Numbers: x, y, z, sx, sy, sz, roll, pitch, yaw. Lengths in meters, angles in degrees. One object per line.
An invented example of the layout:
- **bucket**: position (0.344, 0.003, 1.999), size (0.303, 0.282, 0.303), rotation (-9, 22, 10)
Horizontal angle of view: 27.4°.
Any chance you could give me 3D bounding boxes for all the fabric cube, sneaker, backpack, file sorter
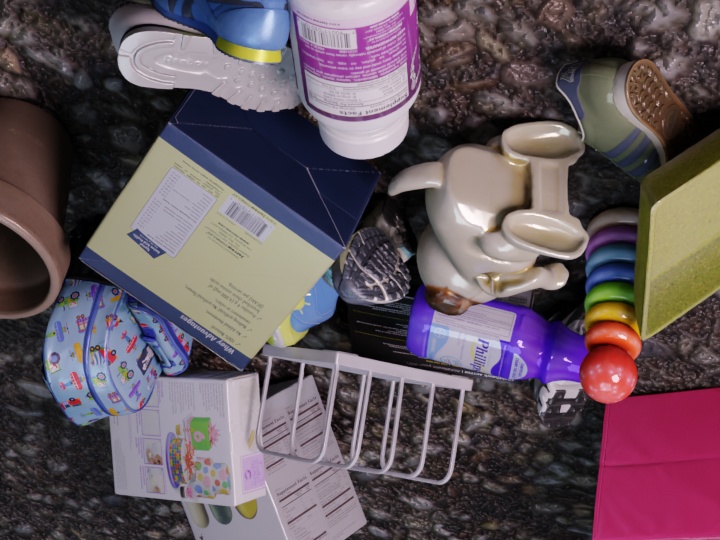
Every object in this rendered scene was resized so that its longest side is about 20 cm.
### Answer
- **fabric cube**: position (0.395, 0.263, 1.678), size (0.199, 0.201, 0.196), rotation (-10, 138, 27)
- **sneaker**: position (-0.116, -0.236, 1.245), size (0.066, 0.200, 0.079), rotation (-3, 114, -32)
- **sneaker**: position (-0.072, -0.018, 1.583), size (0.105, 0.076, 0.201), rotation (-21, 127, -21)
- **backpack**: position (-0.268, 0.070, 1.644), size (0.134, 0.201, 0.183), rotation (3, 143, 16)
- **sneaker**: position (0.227, 0.070, 1.581), size (0.066, 0.091, 0.201), rotation (2, 128, -31)
- **file sorter**: position (0.000, 0.161, 1.649), size (0.199, 0.125, 0.138), rotation (15, 172, -38)
- **sneaker**: position (-0.130, -0.202, 1.339), size (0.199, 0.081, 0.077), rotation (12, 123, -29)
- **sneaker**: position (0.240, -0.127, 1.320), size (0.090, 0.067, 0.200), rotation (13, 159, 37)
- **sneaker**: position (0.000, 0.000, 1.447), size (0.086, 0.200, 0.078), rotation (-33, 97, 20)

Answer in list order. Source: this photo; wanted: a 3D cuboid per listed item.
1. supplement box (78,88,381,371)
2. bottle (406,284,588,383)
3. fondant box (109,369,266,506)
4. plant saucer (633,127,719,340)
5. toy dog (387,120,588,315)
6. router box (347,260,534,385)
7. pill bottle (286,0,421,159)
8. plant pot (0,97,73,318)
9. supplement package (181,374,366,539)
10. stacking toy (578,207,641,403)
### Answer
- **supplement box**: position (-0.126, -0.052, 1.416), size (0.200, 0.134, 0.200), rotation (35, 128, -8)
- **bottle**: position (0.148, 0.072, 1.511), size (0.199, 0.065, 0.084), rotation (15, 146, 7)
- **fondant box**: position (-0.205, 0.191, 1.722), size (0.199, 0.145, 0.058), rotation (-1, -176, 39)
- **plant saucer**: position (0.315, -0.057, 1.317), size (0.048, 0.199, 0.200), rotation (47, 161, 32)
- **toy dog**: position (0.115, -0.031, 1.413), size (0.193, 0.140, 0.200), rotation (-3, 155, -11)
- **router box**: position (0.087, 0.055, 1.625), size (0.199, 0.051, 0.149), rotation (9, 147, 8)
- **pill bottle**: position (-0.004, -0.192, 1.267), size (0.112, 0.113, 0.200), rotation (7, 145, 10)
- **plant pot**: position (-0.374, -0.078, 1.499), size (0.199, 0.175, 0.201), rotation (10, 145, 7)
- **supplement package**: position (-0.121, 0.257, 1.815), size (0.151, 0.150, 0.201), rotation (-17, 95, 38)
- **stacking toy**: position (0.249, 0.040, 1.418), size (0.085, 0.201, 0.086), rotation (9, 145, 7)
